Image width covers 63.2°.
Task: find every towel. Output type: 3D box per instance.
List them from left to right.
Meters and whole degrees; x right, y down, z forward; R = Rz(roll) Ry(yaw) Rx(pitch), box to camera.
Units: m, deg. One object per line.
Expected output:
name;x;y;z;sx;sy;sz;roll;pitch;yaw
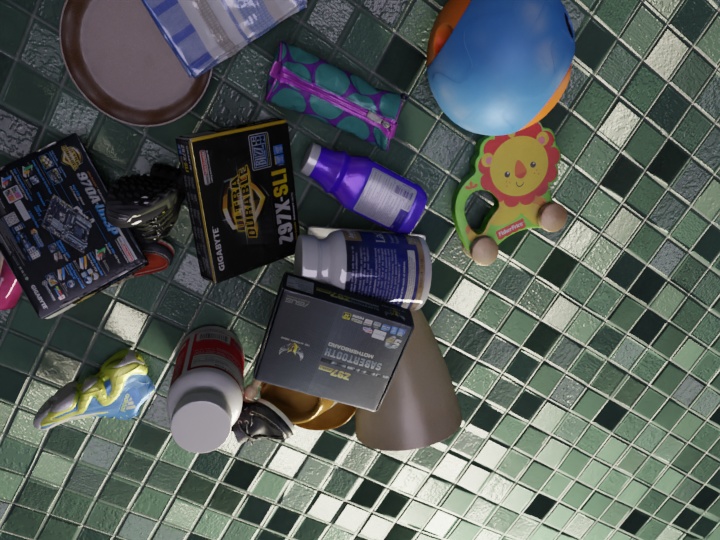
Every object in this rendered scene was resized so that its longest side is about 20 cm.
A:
towel;-0.181;-0.367;0.767;0.198;0.024;0.148;-37;113;-10

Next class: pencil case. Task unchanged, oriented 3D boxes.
pencil case;-0.036;-0.245;0.828;0.196;0.093;0.087;19;108;-16

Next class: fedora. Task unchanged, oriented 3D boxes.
fedora;-0.098;0.187;0.948;0.196;0.082;0.206;7;107;24

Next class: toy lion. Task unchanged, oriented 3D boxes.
toy lion;0.233;-0.136;0.942;0.197;0.069;0.195;-26;107;1

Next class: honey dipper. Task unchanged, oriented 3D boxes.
honey dipper;-0.123;0.110;0.917;0.038;0.038;0.202;38;77;-22

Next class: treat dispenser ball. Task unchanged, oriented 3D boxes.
treat dispenser ball;0.186;-0.288;0.792;0.195;0.202;0.206;-4;112;-9

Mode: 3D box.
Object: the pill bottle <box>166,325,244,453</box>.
pill bottle;-0.235;0.179;0.898;0.109;0.201;0.115;-3;113;-8

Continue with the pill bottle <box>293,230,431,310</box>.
pill bottle;0.000;0.000;0.888;0.195;0.116;0.119;3;111;-16

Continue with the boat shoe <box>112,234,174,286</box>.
boat shoe;-0.376;-0.005;0.866;0.195;0.063;0.072;-6;135;-7

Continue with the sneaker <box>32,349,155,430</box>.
sneaker;-0.422;0.219;0.948;0.197;0.076;0.106;-31;114;2

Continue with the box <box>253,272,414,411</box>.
box;-0.040;0.107;0.842;0.196;0.051;0.160;18;116;-11

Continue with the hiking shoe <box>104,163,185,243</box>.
hiking shoe;-0.281;-0.077;0.790;0.074;0.201;0.103;14;111;1

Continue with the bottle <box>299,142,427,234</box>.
bottle;0.004;-0.128;0.895;0.196;0.065;0.085;24;104;-18

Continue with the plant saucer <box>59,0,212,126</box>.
plant saucer;-0.297;-0.300;0.791;0.195;0.032;0.205;-4;111;-9

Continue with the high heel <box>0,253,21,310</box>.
high heel;-0.498;-0.033;0.862;0.067;0.096;0.201;40;87;21

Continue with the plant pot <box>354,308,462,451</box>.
plant pot;0.066;0.160;0.975;0.182;0.187;0.205;-10;99;-6

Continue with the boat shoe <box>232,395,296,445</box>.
boat shoe;-0.180;0.244;0.937;0.066;0.197;0.076;-44;125;-32

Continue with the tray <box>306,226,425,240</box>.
tray;0.005;-0.017;0.963;0.195;0.022;0.110;3;110;-12

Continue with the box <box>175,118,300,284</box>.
box;-0.168;-0.103;0.842;0.158;0.049;0.205;-23;119;-39

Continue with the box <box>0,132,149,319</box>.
box;-0.410;-0.060;0.802;0.157;0.046;0.203;-30;96;-15
